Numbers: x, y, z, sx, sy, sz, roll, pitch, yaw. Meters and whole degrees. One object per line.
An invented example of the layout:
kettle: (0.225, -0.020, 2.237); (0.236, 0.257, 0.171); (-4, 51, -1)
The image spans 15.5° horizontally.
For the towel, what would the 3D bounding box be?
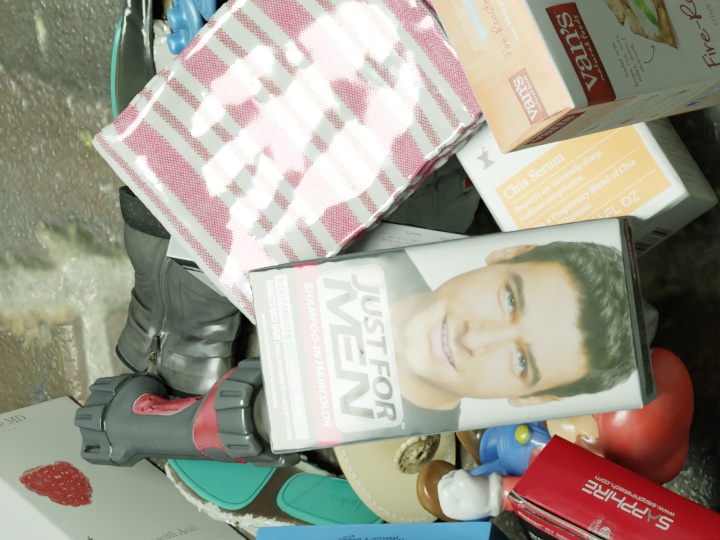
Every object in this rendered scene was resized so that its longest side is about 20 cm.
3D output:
towel: (-0.035, -0.082, 1.428); (0.200, 0.030, 0.146); (-43, 88, 16)

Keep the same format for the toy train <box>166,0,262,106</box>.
toy train: (-0.061, -0.127, 1.545); (0.200, 0.086, 0.115); (123, 129, -75)

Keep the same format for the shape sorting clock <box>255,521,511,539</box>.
shape sorting clock: (0.022, 0.177, 1.522); (0.200, 0.200, 0.039); (-14, 66, 43)

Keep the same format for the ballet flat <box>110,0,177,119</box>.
ballet flat: (-0.120, -0.168, 1.653); (0.068, 0.068, 0.201); (13, 117, 25)

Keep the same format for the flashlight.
flashlight: (-0.103, 0.087, 1.644); (0.200, 0.068, 0.068); (-1, 102, 54)

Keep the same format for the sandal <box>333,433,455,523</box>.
sandal: (0.021, 0.052, 1.559); (0.070, 0.077, 0.213); (-173, 76, -77)

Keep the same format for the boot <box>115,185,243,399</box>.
boot: (-0.082, 0.024, 1.677); (0.200, 0.070, 0.132); (23, 119, 49)

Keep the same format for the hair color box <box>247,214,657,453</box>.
hair color box: (0.049, 0.033, 1.383); (0.199, 0.061, 0.100); (-8, 90, 13)

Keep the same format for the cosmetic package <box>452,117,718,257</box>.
cosmetic package: (0.098, -0.095, 1.447); (0.101, 0.071, 0.200); (-35, 75, 16)

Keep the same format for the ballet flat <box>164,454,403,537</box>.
ballet flat: (-0.047, 0.152, 1.671); (0.200, 0.072, 0.072); (21, 114, 40)

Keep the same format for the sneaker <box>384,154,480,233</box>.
sneaker: (0.019, -0.108, 1.557); (0.082, 0.077, 0.201); (176, 83, -70)

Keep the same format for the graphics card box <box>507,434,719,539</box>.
graphics card box: (0.161, 0.178, 1.412); (0.125, 0.051, 0.200); (24, 155, 33)

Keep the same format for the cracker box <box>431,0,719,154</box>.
cracker box: (0.123, -0.143, 1.347); (0.058, 0.200, 0.134); (-32, 79, 42)

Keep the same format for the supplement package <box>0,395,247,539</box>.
supplement package: (-0.189, 0.193, 1.769); (0.200, 0.121, 0.120); (34, 121, 31)

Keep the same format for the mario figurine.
mario figurine: (0.103, 0.077, 1.475); (0.200, 0.106, 0.124); (-28, 58, 51)

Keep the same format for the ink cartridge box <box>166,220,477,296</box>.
ink cartridge box: (0.000, 0.000, 1.500); (0.199, 0.094, 0.044); (9, 79, 20)
